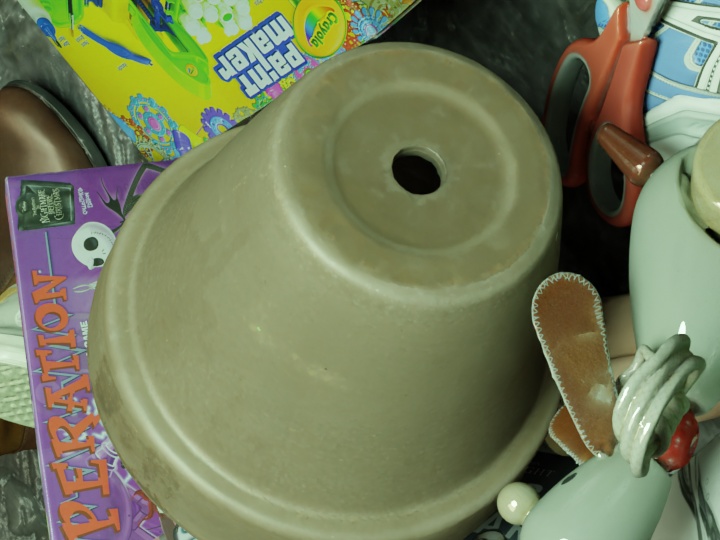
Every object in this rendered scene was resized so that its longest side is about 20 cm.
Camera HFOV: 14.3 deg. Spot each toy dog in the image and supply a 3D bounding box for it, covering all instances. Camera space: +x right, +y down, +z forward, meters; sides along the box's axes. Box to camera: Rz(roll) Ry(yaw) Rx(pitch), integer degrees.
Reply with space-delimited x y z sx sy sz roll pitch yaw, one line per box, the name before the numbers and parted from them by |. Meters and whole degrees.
toy dog | 0.101 0.016 1.077 0.096 0.200 0.132 26 141 19

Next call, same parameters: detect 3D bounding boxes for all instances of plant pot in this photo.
plant pot | 0.000 0.000 1.136 0.200 0.200 0.175 53 154 15

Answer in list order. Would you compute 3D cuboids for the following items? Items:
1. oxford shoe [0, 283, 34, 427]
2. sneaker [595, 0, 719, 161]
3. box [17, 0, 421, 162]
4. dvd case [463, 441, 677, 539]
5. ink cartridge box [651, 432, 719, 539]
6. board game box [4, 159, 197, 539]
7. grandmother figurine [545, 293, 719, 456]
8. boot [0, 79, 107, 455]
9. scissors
oxford shoe | -0.082 0.052 1.283 0.200 0.058 0.075 18 143 -9
sneaker | 0.164 -0.094 1.114 0.200 0.076 0.077 -18 97 46
box | -0.065 -0.172 1.215 0.193 0.122 0.200 52 147 -8
dvd case | 0.048 0.137 1.219 0.150 0.200 0.025 8 128 33
ink cartridge box | 0.197 0.110 1.103 0.200 0.146 0.084 -47 38 43
board game box | -0.081 0.050 1.225 0.032 0.120 0.200 99 161 -71
grandmother figurine | 0.152 0.035 1.193 0.200 0.061 0.121 -17 102 49
boot | -0.208 0.016 1.430 0.068 0.200 0.189 4 109 43
scissors | 0.105 -0.103 1.127 0.073 0.014 0.200 -122 31 -41
